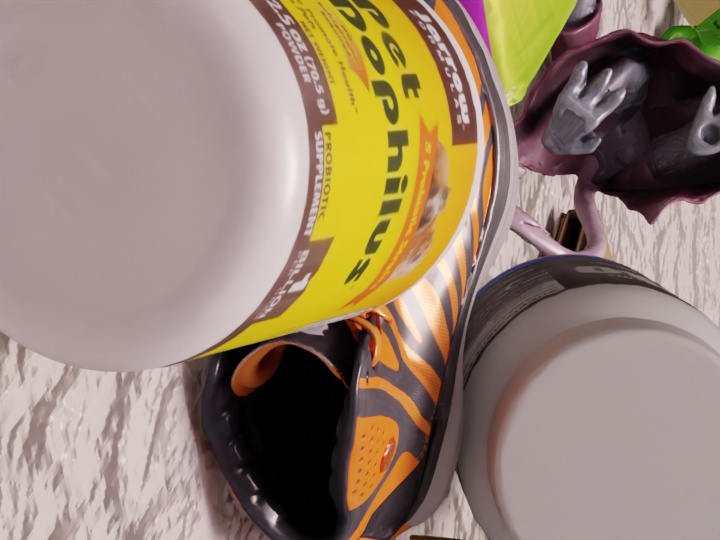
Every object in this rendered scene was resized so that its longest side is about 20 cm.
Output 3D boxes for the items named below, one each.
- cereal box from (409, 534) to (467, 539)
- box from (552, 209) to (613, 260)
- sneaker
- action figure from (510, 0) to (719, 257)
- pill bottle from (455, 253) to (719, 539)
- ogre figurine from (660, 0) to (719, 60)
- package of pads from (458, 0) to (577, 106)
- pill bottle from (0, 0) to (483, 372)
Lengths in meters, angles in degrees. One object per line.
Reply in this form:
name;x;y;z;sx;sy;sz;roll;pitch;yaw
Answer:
cereal box;0.042;0.212;1.007;0.144;0.039;0.201;36;62;-64
box;0.105;0.095;1.248;0.200;0.021;0.164;68;33;-51
sneaker;0.000;0.000;0.878;0.112;0.077;0.202;-9;101;-70
action figure;0.125;-0.060;1.170;0.149;0.134;0.200;-50;-173;1
pill bottle;0.088;0.057;0.981;0.200;0.113;0.115;-112;-157;-84
ogre figurine;0.197;-0.200;1.361;0.120;0.098;0.201;-39;116;-40
package of pads;0.048;-0.168;0.995;0.200;0.068;0.155;-60;146;-49
pill bottle;-0.032;-0.035;0.742;0.200;0.109;0.110;-14;106;-69
